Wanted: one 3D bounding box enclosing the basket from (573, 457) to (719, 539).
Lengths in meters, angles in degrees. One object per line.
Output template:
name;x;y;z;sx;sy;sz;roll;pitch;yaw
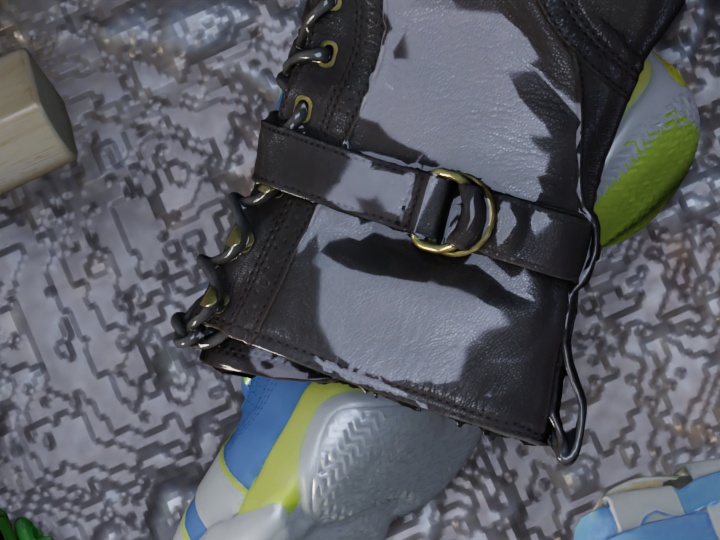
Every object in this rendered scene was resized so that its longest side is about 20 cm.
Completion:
basket;0.113;0.156;0.719;0.139;0.176;0.200;-18;69;-16

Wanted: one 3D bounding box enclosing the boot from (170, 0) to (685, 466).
boot;-0.008;-0.056;0.730;0.200;0.069;0.174;24;94;12

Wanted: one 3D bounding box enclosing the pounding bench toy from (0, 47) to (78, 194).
pounding bench toy;-0.136;-0.130;0.787;0.124;0.156;0.200;-17;115;3

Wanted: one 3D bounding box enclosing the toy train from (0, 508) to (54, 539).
toy train;-0.104;0.095;0.801;0.042;0.056;0.200;-26;83;3

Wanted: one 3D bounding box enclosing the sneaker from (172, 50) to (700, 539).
sneaker;0.000;0.000;0.802;0.200;0.076;0.105;-47;66;-2
